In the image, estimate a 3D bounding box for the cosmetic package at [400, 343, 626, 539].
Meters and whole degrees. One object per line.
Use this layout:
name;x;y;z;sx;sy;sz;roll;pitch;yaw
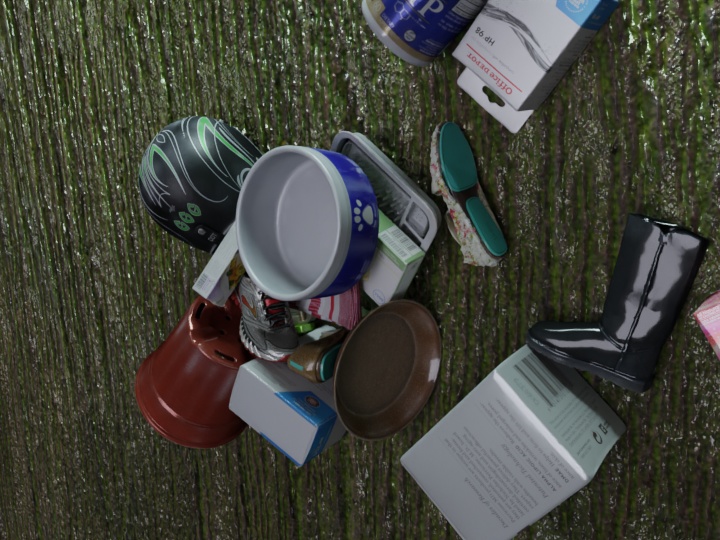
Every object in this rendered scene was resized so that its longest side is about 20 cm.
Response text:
cosmetic package;0.195;0.222;1.013;0.165;0.165;0.200;49;123;14

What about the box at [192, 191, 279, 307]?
box;-0.169;-0.043;1.144;0.041;0.039;0.200;29;86;38

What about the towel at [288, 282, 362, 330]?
towel;-0.076;-0.001;1.144;0.200;0.023;0.145;16;119;43

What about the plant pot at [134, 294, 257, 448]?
plant pot;-0.228;0.142;1.236;0.201;0.201;0.195;49;132;15

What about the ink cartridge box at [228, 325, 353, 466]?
ink cartridge box;-0.067;0.175;1.155;0.146;0.200;0.086;34;119;23

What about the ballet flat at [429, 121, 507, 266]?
ballet flat;0.128;-0.094;1.044;0.064;0.075;0.201;-26;83;51

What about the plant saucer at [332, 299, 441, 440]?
plant saucer;0.031;0.133;1.090;0.037;0.200;0.201;20;112;47

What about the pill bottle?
pill bottle;0.106;-0.360;0.965;0.200;0.120;0.120;-43;77;33

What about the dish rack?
dish rack;0.027;-0.087;1.106;0.200;0.043;0.172;45;142;17

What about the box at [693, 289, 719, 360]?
box;0.469;0.034;0.824;0.200;0.103;0.095;-33;82;35

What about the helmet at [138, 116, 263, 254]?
helmet;-0.246;-0.140;1.220;0.191;0.200;0.200;44;123;-2

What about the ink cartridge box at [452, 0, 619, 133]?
ink cartridge box;0.196;-0.274;0.955;0.116;0.067;0.200;45;121;16

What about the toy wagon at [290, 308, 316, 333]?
toy wagon;-0.146;0.026;1.273;0.199;0.040;0.156;-8;96;36

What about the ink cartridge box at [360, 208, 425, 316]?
ink cartridge box;0.000;0.000;1.124;0.146;0.048;0.200;44;139;19

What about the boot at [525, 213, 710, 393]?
boot;0.303;0.026;0.953;0.164;0.066;0.201;20;115;19

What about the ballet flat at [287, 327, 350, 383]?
ballet flat;-0.040;0.114;1.121;0.072;0.200;0.068;9;102;25

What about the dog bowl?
dog bowl;-0.073;-0.062;1.045;0.200;0.079;0.201;2;94;42

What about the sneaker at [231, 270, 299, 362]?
sneaker;-0.140;0.049;1.144;0.200;0.078;0.082;59;138;34
